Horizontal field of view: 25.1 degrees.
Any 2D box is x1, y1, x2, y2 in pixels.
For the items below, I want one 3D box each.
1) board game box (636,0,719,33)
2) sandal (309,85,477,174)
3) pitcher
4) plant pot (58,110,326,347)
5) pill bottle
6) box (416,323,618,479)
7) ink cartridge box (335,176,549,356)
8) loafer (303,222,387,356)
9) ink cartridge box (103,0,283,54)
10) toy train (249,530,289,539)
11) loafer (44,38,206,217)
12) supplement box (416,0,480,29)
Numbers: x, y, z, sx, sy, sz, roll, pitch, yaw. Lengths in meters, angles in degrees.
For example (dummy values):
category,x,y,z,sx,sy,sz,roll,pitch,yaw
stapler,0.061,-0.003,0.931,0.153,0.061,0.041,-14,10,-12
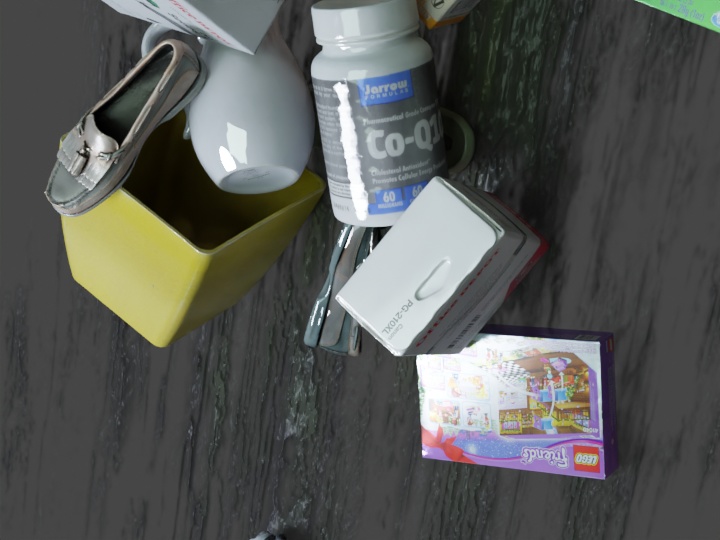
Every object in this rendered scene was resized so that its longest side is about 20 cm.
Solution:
category,x,y,z,sx,sy,sz,roll,pitch,yaw
board game box,0.295,-0.316,1.374,0.153,0.040,0.200,26,115,23
sandal,0.017,-0.141,1.577,0.201,0.057,0.080,14,109,30
pitcher,-0.132,-0.175,1.591,0.171,0.121,0.201,-15,72,22
plant pot,-0.190,-0.045,1.659,0.200,0.200,0.177,38,130,17
pill bottle,0.016,-0.151,1.483,0.114,0.114,0.201,2,112,30
box,0.151,0.123,1.581,0.200,0.039,0.137,4,104,30
ink cartridge box,0.079,0.000,1.474,0.084,0.200,0.145,42,100,15
loafer,0.000,0.000,1.632,0.063,0.072,0.200,22,122,3
ink cartridge box,-0.187,-0.287,1.517,0.200,0.146,0.085,23,84,38
toy train,-0.070,0.369,1.759,0.200,0.087,0.114,42,111,17
loafer,-0.229,-0.139,1.516,0.072,0.063,0.200,42,89,19
supplement box,0.098,-0.334,1.468,0.126,0.073,0.200,49,121,10
